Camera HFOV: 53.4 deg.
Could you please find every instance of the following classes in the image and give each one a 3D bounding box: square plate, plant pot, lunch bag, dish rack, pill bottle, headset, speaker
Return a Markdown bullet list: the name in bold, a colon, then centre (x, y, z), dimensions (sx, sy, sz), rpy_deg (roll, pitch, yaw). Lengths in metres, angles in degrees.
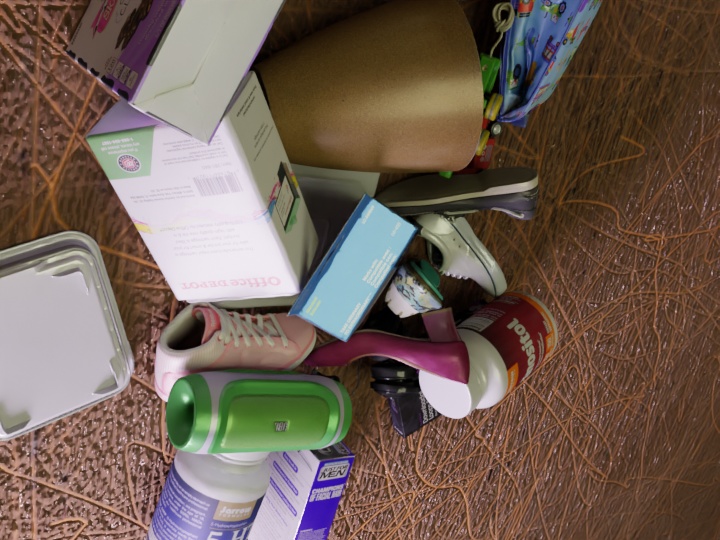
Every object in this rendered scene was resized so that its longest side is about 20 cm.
- **square plate**: centre (-0.070, -0.042, 0.842), dimensions (0.197, 0.028, 0.201), rpy_deg (1, 113, -36)
- **plant pot**: centre (-0.004, -0.176, 0.734), dimensions (0.199, 0.187, 0.188), rpy_deg (-14, 122, -15)
- **lunch bag**: centre (0.223, -0.270, 0.864), dimensions (0.151, 0.094, 0.201), rpy_deg (-41, 147, -55)
- **dish rack**: centre (-0.320, 0.074, 0.710), dimensions (0.171, 0.043, 0.201), rpy_deg (-22, 124, -25)
- **pill bottle**: centre (-0.177, 0.268, 0.869), dimensions (0.119, 0.120, 0.201), rpy_deg (11, 107, -39)
- **headset**: centre (0.028, 0.117, 0.971), dimensions (0.199, 0.094, 0.124), rpy_deg (-22, 101, -37)
- **speaker**: centre (-0.107, 0.157, 0.793), dimensions (0.199, 0.088, 0.089), rpy_deg (9, 109, -39)
- **pill bottle**: centre (0.174, 0.116, 0.979), dimensions (0.199, 0.113, 0.114), rpy_deg (-30, 130, -39)

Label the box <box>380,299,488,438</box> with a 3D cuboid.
- **box**: centre (0.127, 0.150, 1.088), dimensions (0.199, 0.036, 0.144), rpy_deg (-27, 127, -20)

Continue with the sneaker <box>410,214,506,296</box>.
- **sneaker**: centre (0.131, -0.022, 0.983), dimensions (0.071, 0.073, 0.200), rpy_deg (-41, 123, 1)

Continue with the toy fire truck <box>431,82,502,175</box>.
- **toy fire truck**: centre (0.112, -0.190, 0.883), dimensions (0.140, 0.049, 0.201), rpy_deg (-5, 117, -34)

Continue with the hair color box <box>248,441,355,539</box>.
- **hair color box**: centre (-0.085, 0.304, 0.964), dimensions (0.064, 0.109, 0.201), rpy_deg (3, 113, -37)

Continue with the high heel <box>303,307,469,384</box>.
- **high heel**: centre (0.032, 0.115, 0.876), dimensions (0.199, 0.097, 0.067), rpy_deg (-16, 173, 9)

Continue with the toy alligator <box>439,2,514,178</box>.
- **toy alligator**: centre (0.135, -0.204, 0.826), dimensions (0.054, 0.059, 0.201), rpy_deg (-39, 150, -71)

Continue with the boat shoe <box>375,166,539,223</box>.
- **boat shoe**: centre (0.118, -0.080, 0.875), dimensions (0.198, 0.073, 0.063), rpy_deg (-6, 121, 12)

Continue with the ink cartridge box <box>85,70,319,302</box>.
- **ink cartridge box**: centre (-0.141, -0.072, 0.688), dimensions (0.084, 0.144, 0.201), rpy_deg (-73, 152, -46)

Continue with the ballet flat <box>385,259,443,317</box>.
- **ballet flat**: centre (0.064, 0.028, 0.881), dimensions (0.075, 0.074, 0.200), rpy_deg (-60, 172, 6)

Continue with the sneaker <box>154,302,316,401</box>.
- **sneaker**: centre (-0.138, 0.077, 0.812), dimensions (0.199, 0.075, 0.105), rpy_deg (-18, 140, -24)

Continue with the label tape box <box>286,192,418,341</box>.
- **label tape box**: centre (0.000, 0.000, 0.777), dimensions (0.145, 0.063, 0.200), rpy_deg (-57, 177, 4)

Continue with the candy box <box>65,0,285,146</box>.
- **candy box**: centre (-0.147, -0.213, 0.574), dimensions (0.071, 0.200, 0.169), rpy_deg (24, 98, -41)
